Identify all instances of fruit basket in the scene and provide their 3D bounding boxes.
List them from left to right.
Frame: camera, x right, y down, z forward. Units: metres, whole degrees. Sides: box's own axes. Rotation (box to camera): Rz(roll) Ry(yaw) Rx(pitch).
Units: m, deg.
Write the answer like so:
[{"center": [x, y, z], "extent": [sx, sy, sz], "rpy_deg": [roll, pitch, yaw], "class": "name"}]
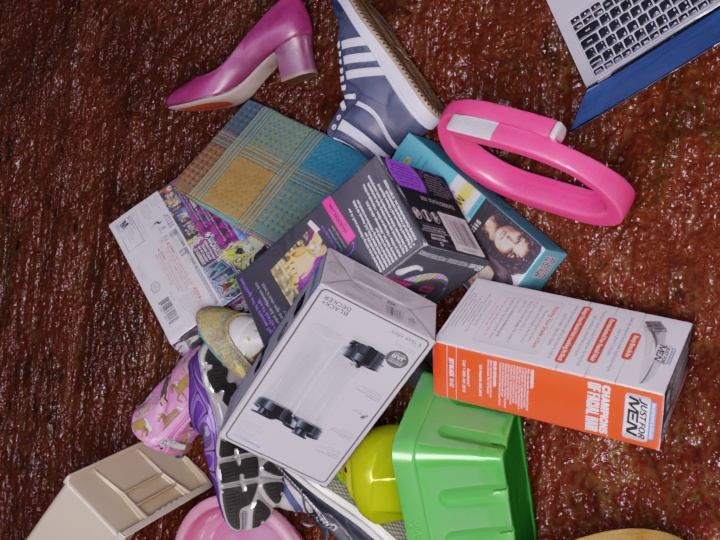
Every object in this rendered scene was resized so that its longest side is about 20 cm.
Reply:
[{"center": [0.052, 0.201, 1.036], "extent": [0.215, 0.156, 0.216], "rpy_deg": [8, 119, 14], "class": "fruit basket"}]

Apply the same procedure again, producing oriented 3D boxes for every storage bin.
[{"center": [-0.289, 0.304, 1.269], "extent": [0.094, 0.198, 0.200], "rpy_deg": [41, 109, 13], "class": "storage bin"}]

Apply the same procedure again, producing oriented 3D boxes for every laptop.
[{"center": [0.248, -0.241, 0.996], "extent": [0.187, 0.116, 0.201], "rpy_deg": [-30, 68, 28], "class": "laptop"}]

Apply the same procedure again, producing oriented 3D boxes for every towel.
[{"center": [-0.097, -0.104, 1.241], "extent": [0.200, 0.022, 0.147], "rpy_deg": [29, 70, 34], "class": "towel"}]

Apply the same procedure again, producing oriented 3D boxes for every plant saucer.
[{"center": [-0.116, 0.334, 1.212], "extent": [0.200, 0.051, 0.201], "rpy_deg": [5, 99, 35], "class": "plant saucer"}]

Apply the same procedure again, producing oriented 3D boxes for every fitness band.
[{"center": [0.155, -0.098, 1.028], "extent": [0.200, 0.144, 0.037], "rpy_deg": [23, 80, 38], "class": "fitness band"}]

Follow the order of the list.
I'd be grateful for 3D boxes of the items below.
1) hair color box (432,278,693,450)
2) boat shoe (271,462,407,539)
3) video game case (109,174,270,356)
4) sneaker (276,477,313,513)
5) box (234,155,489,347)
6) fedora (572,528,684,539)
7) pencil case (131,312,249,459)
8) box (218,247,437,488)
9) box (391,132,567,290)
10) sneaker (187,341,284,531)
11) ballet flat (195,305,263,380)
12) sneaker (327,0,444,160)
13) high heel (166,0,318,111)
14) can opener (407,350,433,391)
[{"center": [0.175, 0.077, 0.982], "extent": [0.199, 0.111, 0.064], "rpy_deg": [11, 125, 24], "class": "hair color box"}, {"center": [-0.024, 0.236, 1.130], "extent": [0.200, 0.075, 0.062], "rpy_deg": [40, 111, 3], "class": "boat shoe"}, {"center": [-0.166, -0.030, 1.253], "extent": [0.181, 0.036, 0.200], "rpy_deg": [-35, 54, -2], "class": "video game case"}, {"center": [-0.056, 0.158, 1.201], "extent": [0.088, 0.075, 0.201], "rpy_deg": [13, 101, 27], "class": "sneaker"}, {"center": [0.000, 0.000, 1.077], "extent": [0.200, 0.122, 0.106], "rpy_deg": [-39, 62, 26], "class": "box"}, {"center": [0.198, 0.287, 0.960], "extent": [0.201, 0.200, 0.082], "rpy_deg": [-66, 19, 10], "class": "fedora"}, {"center": [-0.173, 0.123, 1.273], "extent": [0.200, 0.083, 0.087], "rpy_deg": [-48, 60, 20], "class": "pencil case"}, {"center": [-0.031, 0.091, 1.011], "extent": [0.200, 0.116, 0.060], "rpy_deg": [-57, 13, 30], "class": "box"}, {"center": [0.101, -0.045, 1.117], "extent": [0.200, 0.049, 0.082], "rpy_deg": [44, 110, 31], "class": "box"}, {"center": [-0.135, 0.171, 1.177], "extent": [0.083, 0.080, 0.201], "rpy_deg": [-33, 64, 51], "class": "sneaker"}, {"center": [-0.084, 0.094, 1.131], "extent": [0.200, 0.071, 0.071], "rpy_deg": [48, 112, 15], "class": "ballet flat"}, {"center": [-0.002, -0.204, 1.197], "extent": [0.108, 0.070, 0.200], "rpy_deg": [-41, 66, 23], "class": "sneaker"}, {"center": [-0.142, -0.246, 1.302], "extent": [0.199, 0.067, 0.096], "rpy_deg": [-13, 87, 19], "class": "high heel"}, {"center": [0.063, 0.107, 1.138], "extent": [0.200, 0.053, 0.067], "rpy_deg": [52, 145, 28], "class": "can opener"}]
